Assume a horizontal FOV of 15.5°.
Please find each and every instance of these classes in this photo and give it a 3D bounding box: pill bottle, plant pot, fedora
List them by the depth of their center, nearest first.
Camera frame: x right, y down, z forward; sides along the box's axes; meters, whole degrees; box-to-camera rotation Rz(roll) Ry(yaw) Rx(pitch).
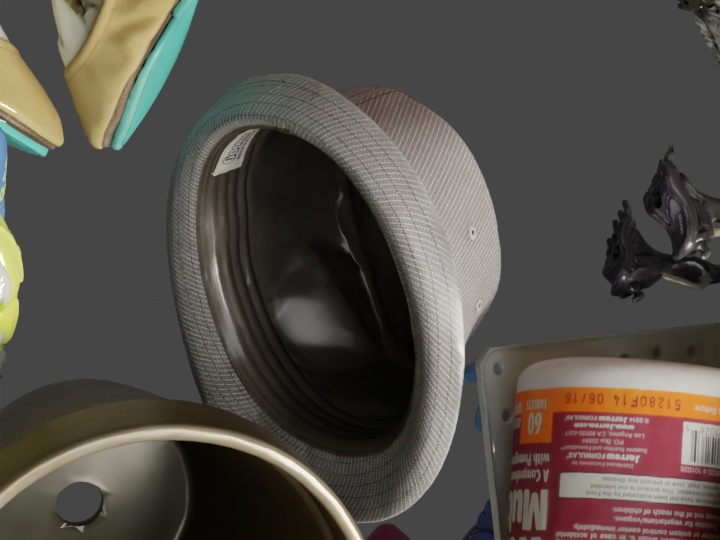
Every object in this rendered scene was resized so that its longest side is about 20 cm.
[{"bbox_3d":[-0.108,0.130,1.144,0.199,0.174,0.201,-6,110,-16],"label":"plant pot"},{"bbox_3d":[0.116,0.143,1.151,0.109,0.109,0.202,8,81,-20],"label":"pill bottle"},{"bbox_3d":[0.000,0.000,1.163,0.090,0.176,0.201,-27,118,-40],"label":"fedora"}]

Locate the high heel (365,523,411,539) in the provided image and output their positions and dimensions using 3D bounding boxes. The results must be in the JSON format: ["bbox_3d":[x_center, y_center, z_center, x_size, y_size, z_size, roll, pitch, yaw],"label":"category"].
[{"bbox_3d":[-0.031,0.213,1.277,0.067,0.096,0.200,20,124,-39],"label":"high heel"}]

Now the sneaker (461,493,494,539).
[{"bbox_3d":[0.116,0.182,1.298,0.078,0.075,0.200,-43,107,10],"label":"sneaker"}]

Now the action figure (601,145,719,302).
[{"bbox_3d":[0.220,-0.001,1.227,0.199,0.102,0.119,19,140,-6],"label":"action figure"}]

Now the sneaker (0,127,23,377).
[{"bbox_3d":[-0.176,-0.012,1.098,0.075,0.200,0.106,8,70,-19],"label":"sneaker"}]

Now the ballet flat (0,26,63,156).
[{"bbox_3d":[-0.201,-0.113,1.094,0.199,0.069,0.063,26,84,-25],"label":"ballet flat"}]

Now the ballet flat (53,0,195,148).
[{"bbox_3d":[-0.091,-0.121,1.077,0.063,0.200,0.069,33,55,-4],"label":"ballet flat"}]

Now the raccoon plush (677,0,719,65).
[{"bbox_3d":[0.208,-0.160,1.198,0.200,0.097,0.134,43,77,-19],"label":"raccoon plush"}]

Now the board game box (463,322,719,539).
[{"bbox_3d":[0.144,0.129,1.246,0.199,0.026,0.202,-5,87,-30],"label":"board game box"}]
